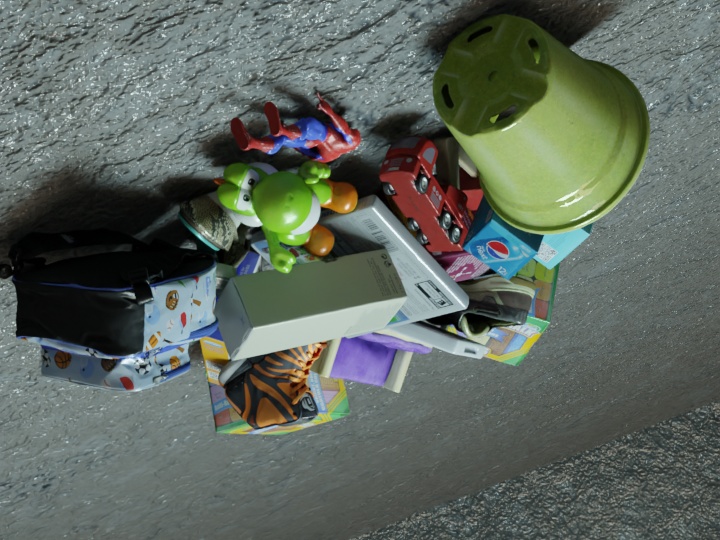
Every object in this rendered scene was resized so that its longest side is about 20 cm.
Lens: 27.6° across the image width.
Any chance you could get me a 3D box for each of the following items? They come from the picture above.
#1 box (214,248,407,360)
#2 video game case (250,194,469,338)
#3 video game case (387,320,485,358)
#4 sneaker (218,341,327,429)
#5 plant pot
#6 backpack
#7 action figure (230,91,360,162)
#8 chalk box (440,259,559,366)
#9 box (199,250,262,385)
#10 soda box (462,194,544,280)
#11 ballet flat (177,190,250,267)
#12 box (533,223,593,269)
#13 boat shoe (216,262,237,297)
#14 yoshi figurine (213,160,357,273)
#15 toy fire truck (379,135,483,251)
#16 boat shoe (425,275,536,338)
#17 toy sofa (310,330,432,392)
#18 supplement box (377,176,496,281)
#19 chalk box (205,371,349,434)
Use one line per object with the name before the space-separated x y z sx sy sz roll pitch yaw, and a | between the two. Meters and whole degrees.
box | -0.055 0.037 1.618 0.199 0.069 0.082 -10 155 -31
video game case | 0.000 0.000 1.713 0.181 0.022 0.200 -16 135 34
video game case | 0.053 0.070 1.903 0.182 0.199 0.024 18 92 -74
sneaker | -0.065 0.114 1.725 0.200 0.112 0.077 -41 161 16
plant pot | 0.170 -0.162 1.500 0.200 0.201 0.184 -31 147 19
backpack | -0.237 0.039 1.505 0.199 0.155 0.190 12 -158 31
action figure | -0.053 -0.140 1.478 0.065 0.052 0.200 -27 166 25
chalk box | 0.196 0.025 1.998 0.123 0.125 0.200 17 153 -4
box | -0.153 0.056 1.767 0.041 0.120 0.200 18 159 4
soda box | 0.184 -0.089 1.675 0.064 0.068 0.201 -45 -166 47
ballet flat | -0.151 -0.050 1.593 0.075 0.068 0.200 -43 168 -8
box | 0.251 -0.100 1.738 0.082 0.049 0.201 -45 -165 46
boat shoe | -0.215 0.040 1.639 0.200 0.072 0.070 -15 157 36
yoshi figurine | -0.069 -0.064 1.532 0.111 0.113 0.200 -21 164 24
toy fire truck | 0.096 -0.101 1.664 0.048 0.142 0.200 -2 143 31
boat shoe | 0.142 0.052 1.859 0.071 0.066 0.200 23 158 -30
toy sofa | 0.005 0.109 1.932 0.200 0.097 0.083 19 91 -58
supplement box | 0.115 -0.051 1.797 0.199 0.111 0.086 -10 156 -32
chalk box | -0.123 0.145 1.954 0.124 0.125 0.200 -17 166 29
